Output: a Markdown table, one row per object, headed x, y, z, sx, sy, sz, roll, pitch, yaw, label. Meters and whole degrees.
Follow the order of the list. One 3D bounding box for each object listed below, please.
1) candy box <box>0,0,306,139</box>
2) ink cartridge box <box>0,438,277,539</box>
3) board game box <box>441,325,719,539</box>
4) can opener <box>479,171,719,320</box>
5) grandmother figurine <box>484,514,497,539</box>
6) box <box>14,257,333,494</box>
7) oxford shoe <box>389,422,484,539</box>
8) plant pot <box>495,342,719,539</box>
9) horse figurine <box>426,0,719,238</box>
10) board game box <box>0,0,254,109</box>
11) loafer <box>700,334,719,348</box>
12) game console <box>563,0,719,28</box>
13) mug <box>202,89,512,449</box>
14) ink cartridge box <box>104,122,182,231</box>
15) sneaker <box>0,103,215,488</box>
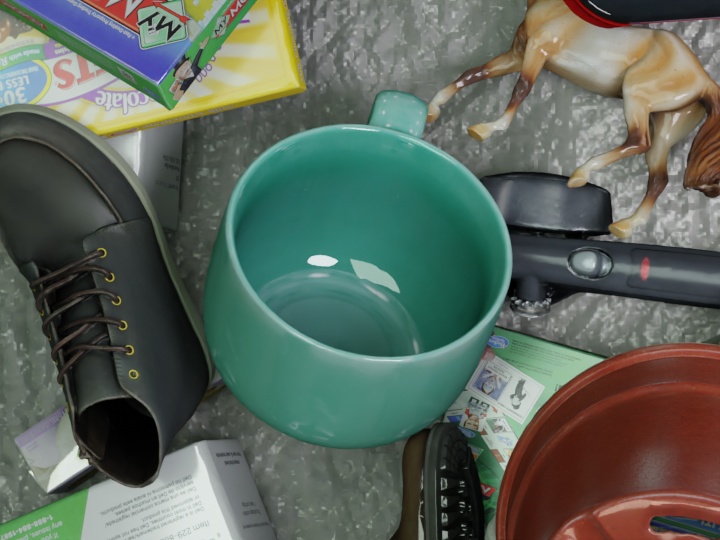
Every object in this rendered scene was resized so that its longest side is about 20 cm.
| x | y | z | sx | sy | sz | roll | pitch | yaw | label |
| --- | --- | --- | --- | --- | --- | --- | --- | --- | --- |
| -0.136 | -0.123 | 1.468 | 0.199 | 0.026 | 0.103 | -13 | 88 | 7 | candy box |
| -0.105 | 0.211 | 1.515 | 0.146 | 0.084 | 0.200 | -22 | 83 | 10 | ink cartridge box |
| 0.137 | 0.117 | 1.497 | 0.199 | 0.029 | 0.135 | 16 | 92 | 12 | board game box |
| 0.151 | -0.002 | 1.481 | 0.199 | 0.063 | 0.079 | 11 | 97 | 12 | can opener |
| 0.113 | 0.218 | 1.463 | 0.121 | 0.061 | 0.201 | -16 | 99 | 4 | grandmother figurine |
| -0.102 | 0.058 | 1.545 | 0.200 | 0.041 | 0.039 | -34 | 83 | 8 | box |
| 0.019 | 0.172 | 1.475 | 0.084 | 0.073 | 0.201 | 13 | 110 | 18 | oxford shoe |
| 0.153 | 0.152 | 1.317 | 0.200 | 0.195 | 0.201 | 2 | 100 | 9 | plant pot |
| 0.128 | -0.102 | 1.489 | 0.200 | 0.050 | 0.133 | 31 | 71 | 22 | horse figurine |
| -0.137 | -0.186 | 1.441 | 0.200 | 0.029 | 0.135 | 31 | 75 | 24 | board game box |
| 0.218 | 0.055 | 1.426 | 0.200 | 0.070 | 0.075 | -31 | 99 | 11 | loafer |
| 0.187 | -0.219 | 1.455 | 0.199 | 0.031 | 0.177 | -5 | 87 | -21 | game console |
| 0.004 | 0.009 | 1.448 | 0.152 | 0.115 | 0.185 | 42 | 55 | 17 | mug |
| -0.176 | -0.122 | 1.538 | 0.146 | 0.084 | 0.201 | 1 | 88 | 11 | ink cartridge box |
| -0.142 | 0.011 | 1.439 | 0.075 | 0.106 | 0.200 | -25 | 112 | 20 | sneaker |
